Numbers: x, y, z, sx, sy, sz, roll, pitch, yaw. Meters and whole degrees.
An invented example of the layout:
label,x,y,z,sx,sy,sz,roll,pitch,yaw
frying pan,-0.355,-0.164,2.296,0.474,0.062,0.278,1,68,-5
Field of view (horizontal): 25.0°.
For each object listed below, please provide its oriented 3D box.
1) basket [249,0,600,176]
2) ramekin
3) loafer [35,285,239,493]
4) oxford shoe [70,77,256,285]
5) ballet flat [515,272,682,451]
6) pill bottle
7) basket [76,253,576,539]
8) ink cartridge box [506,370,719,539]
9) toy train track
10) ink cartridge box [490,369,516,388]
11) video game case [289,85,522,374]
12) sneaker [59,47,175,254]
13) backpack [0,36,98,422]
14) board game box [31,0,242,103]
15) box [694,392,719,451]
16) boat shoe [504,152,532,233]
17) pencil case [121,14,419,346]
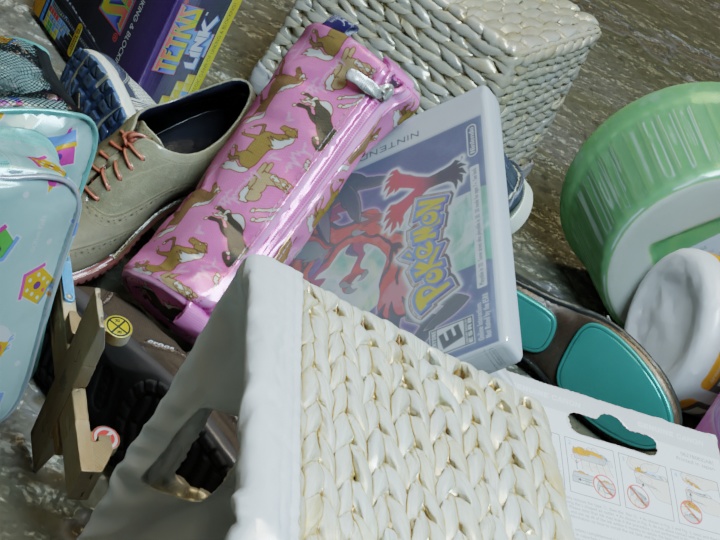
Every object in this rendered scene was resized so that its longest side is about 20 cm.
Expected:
label,x,y,z,sx,sy,sz,roll,pitch,yaw
basket,0.055,-0.171,1.307,0.198,0.162,0.199,38,29,16
ramekin,0.260,-0.035,1.255,0.198,0.201,0.098,17,35,-23
loafer,-0.096,0.070,0.840,0.071,0.074,0.200,-4,42,-47
oxford shoe,-0.143,-0.056,0.937,0.199,0.075,0.070,-33,66,-25
ballet flat,0.146,0.049,1.134,0.199,0.068,0.068,38,19,15
pill bottle,0.304,0.064,1.205,0.198,0.117,0.117,18,28,-23
basket,-0.024,0.140,0.658,0.159,0.199,0.201,25,26,-17
ink cartridge box,0.139,0.163,0.892,0.159,0.050,0.202,18,41,-20
toy train track,-0.137,0.022,0.807,0.032,0.115,0.202,7,48,-26
ink cartridge box,0.010,0.047,0.926,0.068,0.115,0.201,48,10,-39
video game case,0.000,0.000,0.905,0.023,0.181,0.202,49,28,-39
sneaker,-0.130,-0.064,1.054,0.085,0.077,0.201,-4,51,-50
backpack,-0.234,-0.021,0.752,0.198,0.177,0.154,9,28,-27
board game box,-0.149,-0.225,1.165,0.056,0.201,0.166,6,33,-41
box,0.302,0.119,1.012,0.096,0.201,0.177,20,28,-18
boat shoe,0.011,-0.046,1.050,0.062,0.198,0.076,54,44,-43
pencil case,-0.050,-0.045,0.910,0.082,0.201,0.087,32,-17,12
